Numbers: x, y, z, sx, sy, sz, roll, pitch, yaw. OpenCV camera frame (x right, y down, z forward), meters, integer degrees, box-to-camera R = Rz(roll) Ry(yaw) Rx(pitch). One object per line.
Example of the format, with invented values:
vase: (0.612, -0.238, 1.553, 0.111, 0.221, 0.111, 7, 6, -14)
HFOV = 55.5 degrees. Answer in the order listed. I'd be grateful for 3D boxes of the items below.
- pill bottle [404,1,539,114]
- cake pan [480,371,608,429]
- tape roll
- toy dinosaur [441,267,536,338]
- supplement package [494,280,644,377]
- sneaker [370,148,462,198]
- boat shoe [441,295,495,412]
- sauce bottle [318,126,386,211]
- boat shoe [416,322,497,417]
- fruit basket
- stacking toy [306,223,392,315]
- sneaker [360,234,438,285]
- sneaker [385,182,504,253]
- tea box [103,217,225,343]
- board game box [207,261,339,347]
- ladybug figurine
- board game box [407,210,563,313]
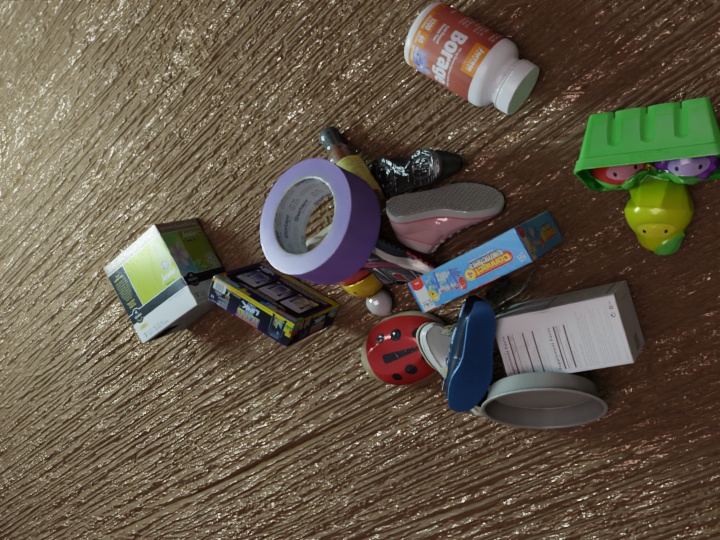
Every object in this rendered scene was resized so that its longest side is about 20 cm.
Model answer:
pill bottle: (0.178, -0.335, 1.095, 0.200, 0.112, 0.112, 36, 116, 18)
cake pan: (0.297, 0.213, 1.117, 0.200, 0.200, 0.037, -16, 55, 31)
tape roll: (-0.070, -0.081, 1.156, 0.200, 0.085, 0.200, -12, 70, 34)
toy dinosaur: (0.226, 0.052, 1.164, 0.047, 0.088, 0.200, 46, 113, -4)
supplement package: (0.332, 0.098, 1.100, 0.200, 0.114, 0.110, -16, 92, 33)
sneaker: (0.096, -0.169, 1.201, 0.200, 0.091, 0.076, 2, 99, 52)
boat shoe: (0.184, 0.136, 1.126, 0.084, 0.069, 0.200, 10, 110, -12)
sauce bottle: (-0.020, -0.183, 1.240, 0.066, 0.066, 0.200, -45, 56, 29)
boat shoe: (0.177, 0.172, 1.199, 0.075, 0.068, 0.200, -41, 101, -10)
fruit basket: (0.425, -0.126, 0.991, 0.215, 0.155, 0.216, -5, 81, 30)
stacking toy: (0.000, 0.000, 1.276, 0.146, 0.146, 0.200, -26, 103, 31)
sneaker: (0.075, -0.001, 1.211, 0.200, 0.081, 0.075, 26, 100, -9)
sneaker: (0.150, -0.088, 1.195, 0.200, 0.075, 0.105, -6, 138, 9)
tea box: (-0.418, 0.020, 1.497, 0.200, 0.134, 0.197, -31, 85, 30)
board game box: (-0.169, 0.061, 1.345, 0.200, 0.165, 0.057, 29, 112, 22)
ladybug figurine: (0.079, 0.149, 1.278, 0.200, 0.072, 0.136, -28, 86, 31)
board game box: (0.205, -0.016, 1.098, 0.196, 0.200, 0.056, -29, 87, 32)
